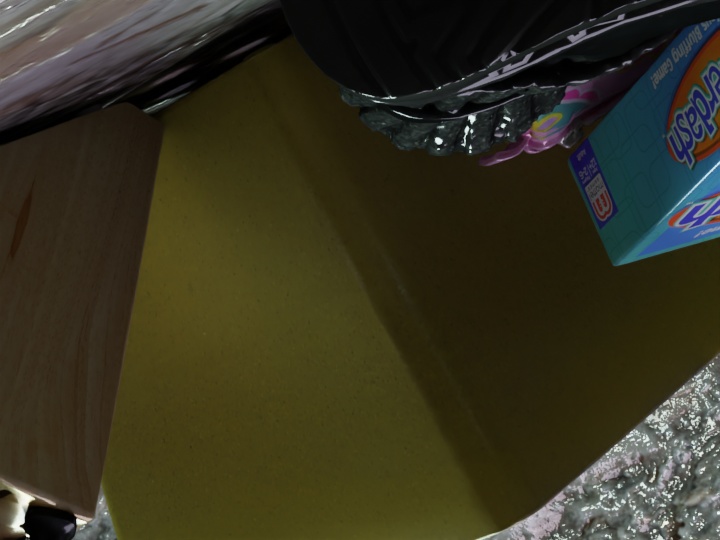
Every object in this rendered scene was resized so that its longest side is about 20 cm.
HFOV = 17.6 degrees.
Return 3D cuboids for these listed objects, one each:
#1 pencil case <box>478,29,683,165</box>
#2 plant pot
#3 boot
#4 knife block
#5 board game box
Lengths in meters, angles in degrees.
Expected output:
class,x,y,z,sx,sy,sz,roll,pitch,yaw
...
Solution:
class,x,y,z,sx,sy,sz,roll,pitch,yaw
pencil case,0.111,-0.110,0.790,0.199,0.088,0.087,-27,-179,-15
plant pot,0.000,0.000,0.872,0.199,0.177,0.200,-25,-175,42
boot,0.081,-0.093,0.602,0.209,0.080,0.158,-15,175,8
knife block,-0.116,0.054,0.754,0.064,0.177,0.199,-24,-178,41
board game box,0.171,-0.075,0.720,0.151,0.045,0.200,-16,163,-24
